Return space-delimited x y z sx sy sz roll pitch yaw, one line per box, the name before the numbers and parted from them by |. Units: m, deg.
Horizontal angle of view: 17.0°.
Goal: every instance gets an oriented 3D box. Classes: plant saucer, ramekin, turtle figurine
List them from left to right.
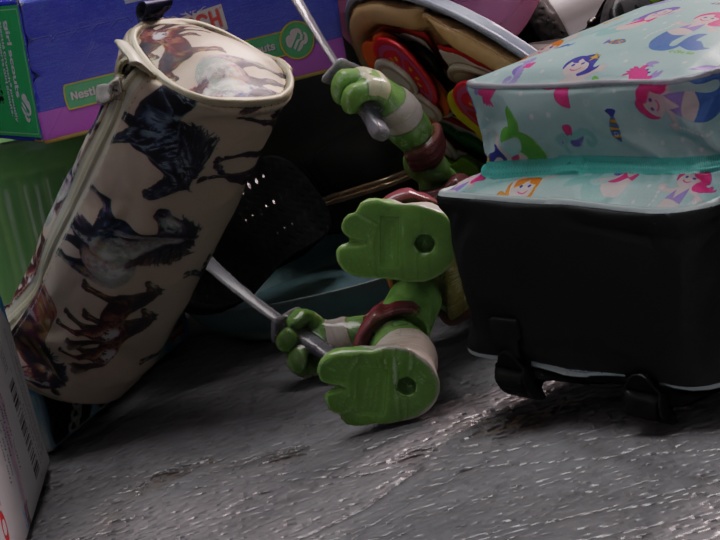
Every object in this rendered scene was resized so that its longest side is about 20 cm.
ramekin | -0.179 -0.032 1.346 0.199 0.098 0.200 -12 8 2
turtle figurine | -0.011 -0.014 1.110 0.144 0.200 0.194 -48 9 13
plant saucer | 0.000 0.000 1.318 0.200 0.028 0.200 -16 11 3

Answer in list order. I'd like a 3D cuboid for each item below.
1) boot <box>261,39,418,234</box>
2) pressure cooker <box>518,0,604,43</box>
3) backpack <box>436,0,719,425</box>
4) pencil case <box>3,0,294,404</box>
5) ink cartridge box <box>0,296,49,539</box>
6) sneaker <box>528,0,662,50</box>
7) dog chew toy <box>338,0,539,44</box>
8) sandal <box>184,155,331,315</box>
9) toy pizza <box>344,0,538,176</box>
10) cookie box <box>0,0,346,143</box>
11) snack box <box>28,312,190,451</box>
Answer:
boot | -0.055 -0.088 1.404 0.200 0.139 0.077 -12 11 30
pressure cooker | 0.098 -0.132 1.455 0.178 0.176 0.200 -28 -1 40
backpack | 0.148 -0.036 0.992 0.200 0.151 0.177 -16 13 -38
pencil case | -0.109 -0.026 1.122 0.089 0.200 0.078 12 34 -28
ink cartridge box | -0.226 0.059 1.019 0.146 0.147 0.200 -15 10 -1
sneaker | 0.158 -0.146 1.308 0.199 0.083 0.071 -26 14 -13
dog chew toy | 0.038 -0.167 1.237 0.124 0.125 0.200 -16 -1 -1
sandal | -0.079 -0.011 1.276 0.048 0.075 0.200 -38 -8 27
toy pizza | 0.068 -0.066 1.190 0.032 0.200 0.200 -53 22 -12
cookie box | -0.125 -0.121 1.261 0.171 0.075 0.200 -15 10 -23
snack box | -0.178 0.055 1.261 0.116 0.037 0.200 -9 12 19
